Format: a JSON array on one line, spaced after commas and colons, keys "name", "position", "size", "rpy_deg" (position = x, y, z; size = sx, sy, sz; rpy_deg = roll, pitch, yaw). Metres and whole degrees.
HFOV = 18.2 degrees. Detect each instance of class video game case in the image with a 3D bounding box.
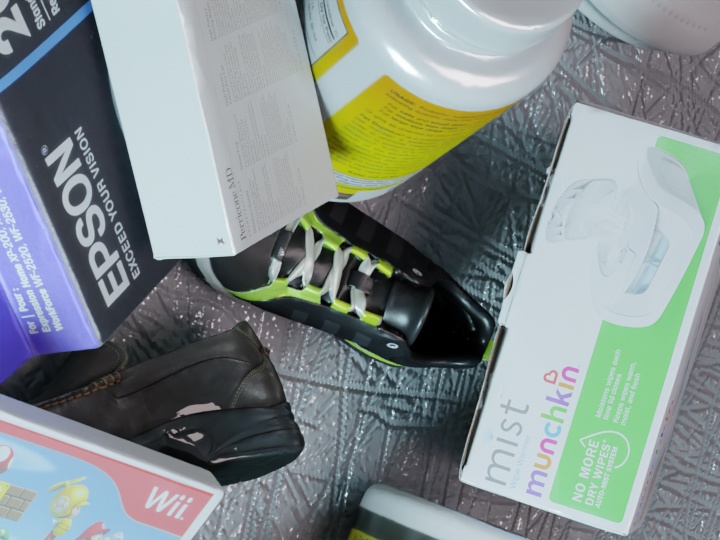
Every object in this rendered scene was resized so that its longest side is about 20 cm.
[{"name": "video game case", "position": [-0.164, 0.152, 0.972], "size": [0.143, 0.017, 0.201], "rpy_deg": [26, 104, -46]}]

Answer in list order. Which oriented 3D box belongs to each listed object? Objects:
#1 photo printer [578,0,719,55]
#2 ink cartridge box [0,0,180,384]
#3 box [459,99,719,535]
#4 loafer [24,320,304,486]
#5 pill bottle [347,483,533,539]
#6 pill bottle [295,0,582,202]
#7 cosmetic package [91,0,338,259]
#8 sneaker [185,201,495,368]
[{"name": "photo printer", "position": [0.168, -0.226, 1.221], "size": [0.166, 0.069, 0.201], "rpy_deg": [31, 79, -46]}, {"name": "ink cartridge box", "position": [-0.133, -0.074, 0.938], "size": [0.200, 0.043, 0.199], "rpy_deg": [-50, 130, -41]}, {"name": "box", "position": [0.129, 0.029, 1.186], "size": [0.176, 0.096, 0.202], "rpy_deg": [34, 74, -80]}, {"name": "loafer", "position": [-0.121, 0.066, 1.021], "size": [0.199, 0.073, 0.073], "rpy_deg": [-3, 70, -39]}, {"name": "pill bottle", "position": [0.023, 0.223, 1.169], "size": [0.114, 0.114, 0.202], "rpy_deg": [25, 83, -46]}, {"name": "pill bottle", "position": [0.022, -0.108, 0.998], "size": [0.108, 0.200, 0.110], "rpy_deg": [7, 73, -23]}, {"name": "cosmetic package", "position": [-0.071, -0.113, 0.943], "size": [0.082, 0.050, 0.202], "rpy_deg": [-32, 114, -53]}, {"name": "sneaker", "position": [0.000, 0.000, 1.103], "size": [0.199, 0.082, 0.072], "rpy_deg": [25, 83, -46]}]
